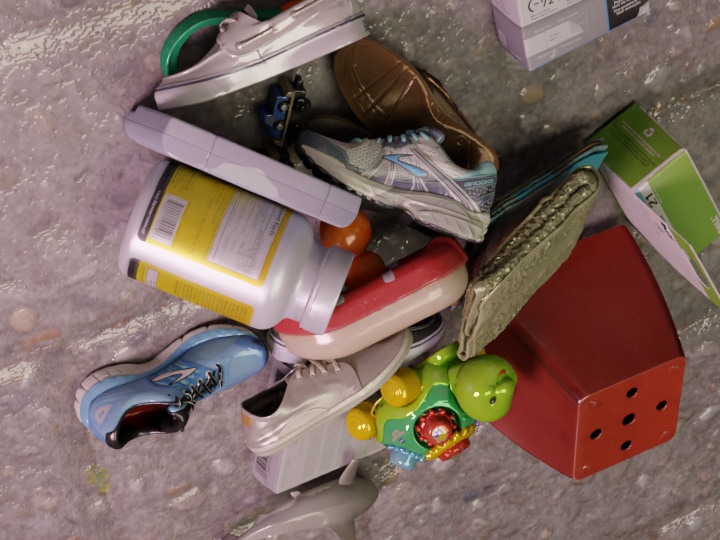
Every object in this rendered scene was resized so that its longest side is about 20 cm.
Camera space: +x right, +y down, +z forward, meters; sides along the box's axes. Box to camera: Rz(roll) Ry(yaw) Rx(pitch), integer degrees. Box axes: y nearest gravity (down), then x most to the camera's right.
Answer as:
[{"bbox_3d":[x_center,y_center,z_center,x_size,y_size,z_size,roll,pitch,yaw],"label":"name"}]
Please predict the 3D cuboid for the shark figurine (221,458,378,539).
[{"bbox_3d":[-0.052,0.281,1.869,0.213,0.090,0.128,-21,160,-24],"label":"shark figurine"}]

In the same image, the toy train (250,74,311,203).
[{"bbox_3d":[-0.089,-0.095,1.631,0.045,0.034,0.202,4,121,-21],"label":"toy train"}]

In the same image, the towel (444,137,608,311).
[{"bbox_3d":[0.172,-0.045,1.772,0.199,0.022,0.147,-31,151,-36],"label":"towel"}]

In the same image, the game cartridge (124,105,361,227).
[{"bbox_3d":[-0.103,-0.091,1.527,0.199,0.133,0.041,22,88,-26],"label":"game cartridge"}]

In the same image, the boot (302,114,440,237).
[{"bbox_3d":[0.021,-0.102,1.676,0.199,0.076,0.074,29,122,-27],"label":"boot"}]

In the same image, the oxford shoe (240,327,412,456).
[{"bbox_3d":[-0.036,0.109,1.709,0.199,0.075,0.058,-33,112,-2],"label":"oxford shoe"}]

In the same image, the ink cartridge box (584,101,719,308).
[{"bbox_3d":[0.337,-0.061,1.800,0.076,0.200,0.148,-39,135,0],"label":"ink cartridge box"}]

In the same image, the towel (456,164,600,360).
[{"bbox_3d":[0.166,-0.006,1.719,0.200,0.036,0.149,-46,163,-24],"label":"towel"}]

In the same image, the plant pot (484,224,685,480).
[{"bbox_3d":[0.246,0.105,1.873,0.198,0.177,0.201,-20,136,-17],"label":"plant pot"}]

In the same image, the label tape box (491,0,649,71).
[{"bbox_3d":[0.190,-0.308,1.620,0.142,0.066,0.201,-26,134,-12],"label":"label tape box"}]

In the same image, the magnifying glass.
[{"bbox_3d":[-0.088,-0.218,1.548,0.198,0.022,0.080,-26,132,-10],"label":"magnifying glass"}]

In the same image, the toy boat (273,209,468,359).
[{"bbox_3d":[0.000,0.000,1.657,0.198,0.131,0.132,-26,93,5],"label":"toy boat"}]

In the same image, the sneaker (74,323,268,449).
[{"bbox_3d":[-0.177,0.125,1.698,0.198,0.090,0.079,-24,133,-16],"label":"sneaker"}]

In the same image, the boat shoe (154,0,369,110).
[{"bbox_3d":[-0.093,-0.199,1.502,0.198,0.072,0.066,-21,99,5],"label":"boat shoe"}]

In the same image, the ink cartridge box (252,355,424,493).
[{"bbox_3d":[-0.019,0.137,1.851,0.199,0.047,0.161,-19,133,-41],"label":"ink cartridge box"}]

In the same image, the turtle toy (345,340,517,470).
[{"bbox_3d":[0.086,0.139,1.799,0.145,0.102,0.200,-22,163,-42],"label":"turtle toy"}]

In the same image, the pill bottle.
[{"bbox_3d":[-0.111,-0.015,1.559,0.198,0.112,0.113,22,115,-1],"label":"pill bottle"}]

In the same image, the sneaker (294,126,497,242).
[{"bbox_3d":[0.035,-0.098,1.605,0.198,0.078,0.087,22,88,-10],"label":"sneaker"}]

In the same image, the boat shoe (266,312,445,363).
[{"bbox_3d":[0.002,0.053,1.767,0.198,0.072,0.071,-6,130,-26],"label":"boat shoe"}]

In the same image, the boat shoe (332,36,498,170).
[{"bbox_3d":[0.051,-0.157,1.646,0.199,0.072,0.072,36,110,-21],"label":"boat shoe"}]
